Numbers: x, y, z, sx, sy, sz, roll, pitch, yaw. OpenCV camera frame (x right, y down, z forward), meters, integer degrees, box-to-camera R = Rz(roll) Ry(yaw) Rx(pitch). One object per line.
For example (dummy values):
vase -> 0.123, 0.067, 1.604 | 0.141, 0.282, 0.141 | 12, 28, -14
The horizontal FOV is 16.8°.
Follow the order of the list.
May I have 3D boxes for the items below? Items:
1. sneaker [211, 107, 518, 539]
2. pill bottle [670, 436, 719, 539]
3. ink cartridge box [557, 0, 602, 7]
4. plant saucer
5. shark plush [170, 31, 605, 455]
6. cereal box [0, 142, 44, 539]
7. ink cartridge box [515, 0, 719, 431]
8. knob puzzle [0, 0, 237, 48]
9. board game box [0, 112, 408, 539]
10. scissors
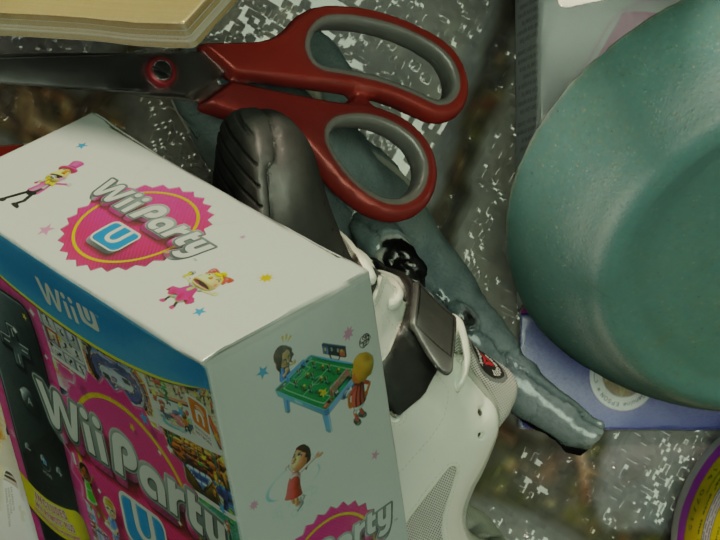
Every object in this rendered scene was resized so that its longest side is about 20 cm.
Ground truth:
sneaker -> 0.004, 0.027, 0.810 | 0.088, 0.074, 0.201 | -18, 123, -8
pill bottle -> 0.180, 0.107, 0.828 | 0.103, 0.200, 0.105 | 0, 93, -9
ink cartridge box -> 0.104, -0.137, 0.830 | 0.147, 0.076, 0.201 | -9, 47, -9
plant saucer -> 0.150, -0.015, 0.835 | 0.198, 0.036, 0.201 | -6, 132, -6
shark plush -> 0.000, 0.000, 0.864 | 0.091, 0.083, 0.201 | -35, 94, -8
cereal box -> -0.160, 0.035, 0.792 | 0.039, 0.200, 0.145 | -10, 91, 30
ink cartridge box -> 0.156, -0.040, 0.912 | 0.195, 0.043, 0.202 | 0, 87, -9
knob puzzle -> -0.082, -0.133, 0.826 | 0.219, 0.220, 0.031 | -31, 128, -8
board game box -> -0.050, 0.069, 0.766 | 0.064, 0.147, 0.201 | -28, 126, -28
scissors -> -0.056, -0.069, 0.808 | 0.199, 0.014, 0.074 | 15, 71, -20
